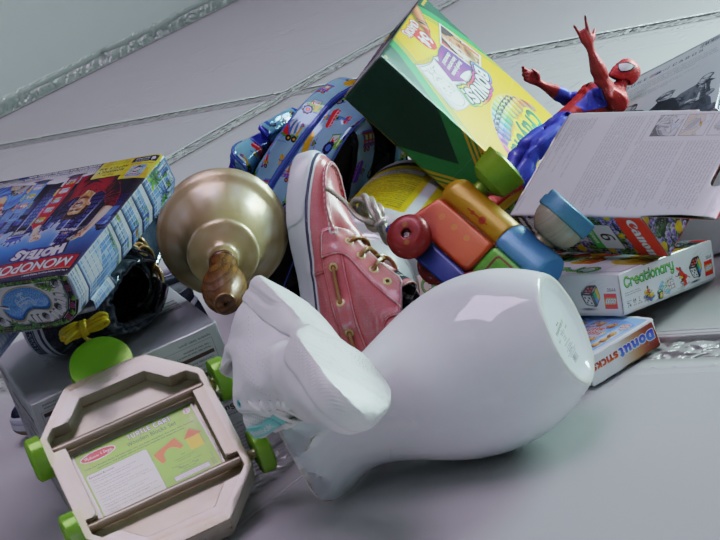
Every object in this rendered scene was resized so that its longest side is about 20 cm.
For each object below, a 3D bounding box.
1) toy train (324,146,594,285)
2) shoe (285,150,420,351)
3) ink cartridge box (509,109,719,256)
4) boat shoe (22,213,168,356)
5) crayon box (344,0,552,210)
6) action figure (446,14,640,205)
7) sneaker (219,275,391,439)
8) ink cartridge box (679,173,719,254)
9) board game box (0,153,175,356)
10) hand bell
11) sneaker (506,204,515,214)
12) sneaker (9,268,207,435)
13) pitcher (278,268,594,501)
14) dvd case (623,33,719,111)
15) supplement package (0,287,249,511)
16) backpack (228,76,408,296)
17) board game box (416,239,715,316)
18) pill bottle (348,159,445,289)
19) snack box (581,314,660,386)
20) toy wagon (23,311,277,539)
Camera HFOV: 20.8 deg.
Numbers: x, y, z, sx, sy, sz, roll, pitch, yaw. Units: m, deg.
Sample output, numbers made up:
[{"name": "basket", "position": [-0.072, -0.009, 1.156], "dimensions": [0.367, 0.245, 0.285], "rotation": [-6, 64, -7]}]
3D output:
[{"name": "toy train", "position": [0.073, -0.047, 1.469], "dimensions": [0.116, 0.200, 0.085], "rotation": [-48, -27, 1]}, {"name": "shoe", "position": [0.000, 0.000, 1.537], "dimensions": [0.091, 0.201, 0.071], "rotation": [-9, -9, 22]}, {"name": "ink cartridge box", "position": [0.220, -0.066, 1.488], "dimensions": [0.199, 0.050, 0.109], "rotation": [4, 54, 47]}, {"name": "boat shoe", "position": [-0.182, 0.002, 1.554], "dimensions": [0.090, 0.071, 0.200], "rotation": [-11, 25, 29]}, {"name": "crayon box", "position": [0.086, -0.147, 1.769], "dimensions": [0.058, 0.172, 0.200], "rotation": [-47, 6, 25]}, {"name": "action figure", "position": [0.151, -0.138, 1.654], "dimensions": [0.200, 0.099, 0.065], "rotation": [-35, 15, -18]}, {"name": "sneaker", "position": [-0.044, 0.078, 1.286], "dimensions": [0.089, 0.075, 0.200], "rotation": [-57, 25, 6]}, {"name": "ink cartridge box", "position": [0.315, -0.092, 1.642], "dimensions": [0.144, 0.084, 0.200], "rotation": [-20, 15, 10]}, {"name": "board game box", "position": [-0.254, 0.006, 1.459], "dimensions": [0.199, 0.062, 0.200], "rotation": [-7, 35, 35]}, {"name": "hand bell", "position": [-0.099, -0.002, 1.442], "dimensions": [0.104, 0.105, 0.200], "rotation": [-19, 17, 0]}, {"name": "sneaker", "position": [0.194, -0.088, 1.785], "dimensions": [0.072, 0.083, 0.200], "rotation": [-29, 18, -33]}, {"name": "sneaker", "position": [-0.230, 0.064, 1.735], "dimensions": [0.199, 0.109, 0.070], "rotation": [-23, 15, -11]}, {"name": "pitcher", "position": [0.059, 0.066, 1.356], "dimensions": [0.199, 0.122, 0.172], "rotation": [-24, 16, 23]}, {"name": "dvd case", "position": [0.250, -0.134, 1.658], "dimensions": [0.150, 0.025, 0.200], "rotation": [-26, 15, 26]}, {"name": "supplement package", "position": [-0.186, 0.101, 1.548], "dimensions": [0.155, 0.111, 0.200], "rotation": [-24, 16, -13]}, {"name": "backpack", "position": [-0.039, -0.093, 1.833], "dimensions": [0.134, 0.201, 0.182], "rotation": [35, 42, 18]}, {"name": "board game box", "position": [0.159, 0.006, 1.535], "dimensions": [0.199, 0.035, 0.126], "rotation": [-1, 12, 43]}, {"name": "pill bottle", "position": [0.026, -0.014, 1.683], "dimensions": [0.112, 0.113, 0.200], "rotation": [-13, 16, 21]}, {"name": "snack box", "position": [0.132, 0.054, 1.480], "dimensions": [0.072, 0.024, 0.200], "rotation": [-27, 17, -30]}, {"name": "toy wagon", "position": [-0.158, 0.115, 1.391], "dimensions": [0.155, 0.040, 0.200], "rotation": [-23, 55, -14]}]
